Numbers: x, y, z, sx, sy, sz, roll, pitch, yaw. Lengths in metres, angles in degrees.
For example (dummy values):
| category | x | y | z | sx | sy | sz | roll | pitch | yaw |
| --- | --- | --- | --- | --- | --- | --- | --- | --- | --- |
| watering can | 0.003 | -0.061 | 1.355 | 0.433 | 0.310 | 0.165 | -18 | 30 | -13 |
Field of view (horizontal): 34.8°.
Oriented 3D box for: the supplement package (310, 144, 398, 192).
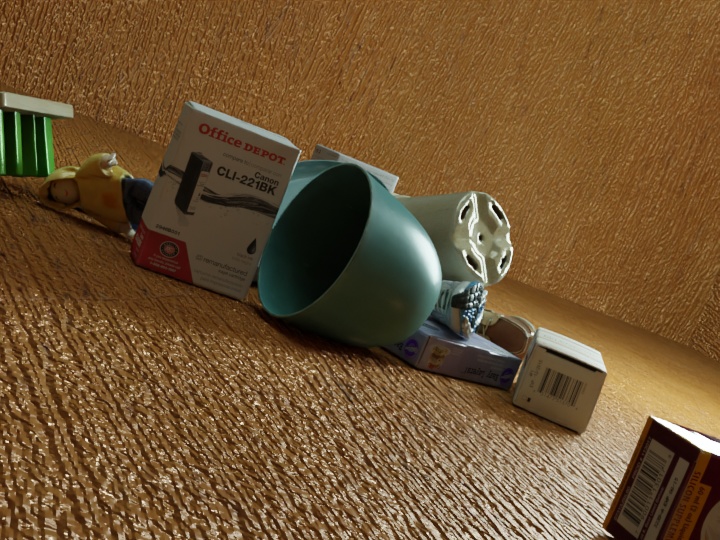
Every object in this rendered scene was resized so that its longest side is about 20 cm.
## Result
| category | x | y | z | sx | sy | sz | roll | pitch | yaw |
| --- | --- | --- | --- | --- | --- | --- | --- | --- | --- |
| supplement package | -0.041 | -0.091 | 1.928 | 0.120 | 0.202 | 0.120 | 18 | 6 | -25 |

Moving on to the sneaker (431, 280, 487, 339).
| category | x | y | z | sx | sy | sz | roll | pitch | yaw |
| --- | --- | --- | --- | --- | --- | --- | --- | --- | --- |
| sneaker | 0.117 | 0.045 | 1.517 | 0.086 | 0.076 | 0.200 | 17 | -3 | 8 |

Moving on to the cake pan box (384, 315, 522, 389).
| category | x | y | z | sx | sy | sz | roll | pitch | yaw |
| --- | --- | --- | --- | --- | --- | --- | --- | --- | --- |
| cake pan box | 0.094 | 0.091 | 1.545 | 0.199 | 0.053 | 0.184 | 16 | 10 | -43 |

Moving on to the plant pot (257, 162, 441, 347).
| category | x | y | z | sx | sy | sz | roll | pitch | yaw |
| --- | --- | --- | --- | --- | --- | --- | --- | --- | --- |
| plant pot | 0.000 | 0.000 | 1.375 | 0.160 | 0.201 | 0.200 | 33 | -1 | -32 |

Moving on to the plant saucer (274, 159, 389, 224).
| category | x | y | z | sx | sy | sz | roll | pitch | yaw |
| --- | --- | --- | --- | --- | --- | --- | --- | --- | --- |
| plant saucer | -0.054 | -0.092 | 1.635 | 0.198 | 0.028 | 0.201 | 2 | 40 | -2 |

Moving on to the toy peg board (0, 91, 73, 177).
| category | x | y | z | sx | sy | sz | roll | pitch | yaw |
| --- | --- | --- | --- | --- | --- | --- | --- | --- | --- |
| toy peg board | -0.500 | -0.167 | 1.481 | 0.197 | 0.099 | 0.200 | -2 | 2 | 11 |

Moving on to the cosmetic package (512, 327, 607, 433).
| category | x | y | z | sx | sy | sz | roll | pitch | yaw |
| --- | --- | --- | --- | --- | --- | --- | --- | --- | --- |
| cosmetic package | 0.265 | 0.141 | 1.529 | 0.103 | 0.088 | 0.200 | 22 | 6 | 6 |

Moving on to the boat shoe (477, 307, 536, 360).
| category | x | y | z | sx | sy | sz | roll | pitch | yaw |
| --- | --- | --- | --- | --- | --- | --- | --- | --- | --- |
| boat shoe | 0.194 | 0.095 | 1.794 | 0.071 | 0.076 | 0.199 | 13 | 1 | -35 |

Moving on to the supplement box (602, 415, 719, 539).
| category | x | y | z | sx | sy | sz | roll | pitch | yaw |
| --- | --- | --- | --- | --- | --- | --- | --- | --- | --- |
| supplement box | 0.327 | 0.215 | 0.997 | 0.199 | 0.111 | 0.086 | 20 | 7 | -21 |

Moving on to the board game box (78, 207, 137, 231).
| category | x | y | z | sx | sy | sz | roll | pitch | yaw |
| --- | --- | --- | --- | --- | --- | --- | --- | --- | --- |
| board game box | -0.313 | -0.087 | 1.671 | 0.199 | 0.044 | 0.199 | 23 | 5 | 1 |

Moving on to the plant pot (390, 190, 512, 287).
| category | x | y | z | sx | sy | sz | roll | pitch | yaw |
| --- | --- | --- | --- | --- | --- | --- | --- | --- | --- |
| plant pot | 0.112 | -0.031 | 1.663 | 0.199 | 0.202 | 0.183 | 16 | -20 | -42 |

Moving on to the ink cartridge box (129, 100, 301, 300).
| category | x | y | z | sx | sy | sz | roll | pitch | yaw |
| --- | --- | --- | --- | --- | --- | --- | --- | --- | --- |
| ink cartridge box | -0.176 | -0.086 | 1.395 | 0.143 | 0.202 | 0.084 | 19 | 6 | -19 |

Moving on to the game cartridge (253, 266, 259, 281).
| category | x | y | z | sx | sy | sz | roll | pitch | yaw |
| --- | --- | --- | --- | --- | --- | --- | --- | --- | --- |
| game cartridge | -0.148 | -0.049 | 1.607 | 0.133 | 0.041 | 0.200 | 50 | 26 | 6 |

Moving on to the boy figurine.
| category | x | y | z | sx | sy | sz | roll | pitch | yaw |
| --- | --- | --- | --- | --- | --- | --- | --- | --- | --- |
| boy figurine | -0.325 | -0.100 | 1.483 | 0.198 | 0.125 | 0.065 | 15 | 43 | 15 |
